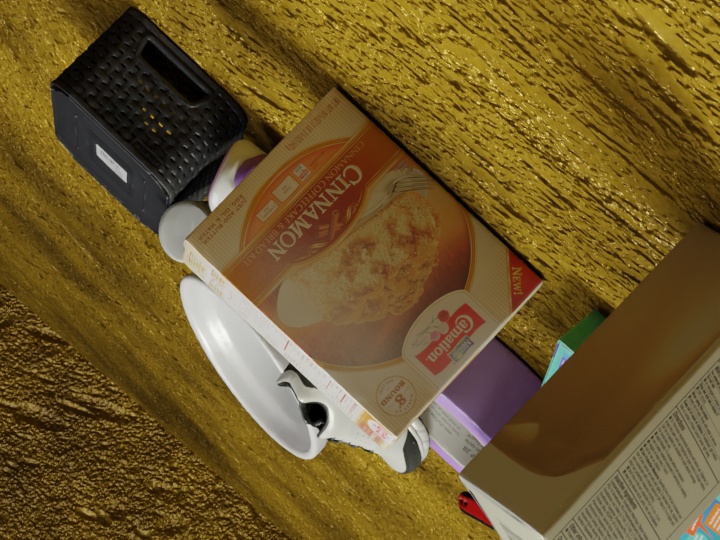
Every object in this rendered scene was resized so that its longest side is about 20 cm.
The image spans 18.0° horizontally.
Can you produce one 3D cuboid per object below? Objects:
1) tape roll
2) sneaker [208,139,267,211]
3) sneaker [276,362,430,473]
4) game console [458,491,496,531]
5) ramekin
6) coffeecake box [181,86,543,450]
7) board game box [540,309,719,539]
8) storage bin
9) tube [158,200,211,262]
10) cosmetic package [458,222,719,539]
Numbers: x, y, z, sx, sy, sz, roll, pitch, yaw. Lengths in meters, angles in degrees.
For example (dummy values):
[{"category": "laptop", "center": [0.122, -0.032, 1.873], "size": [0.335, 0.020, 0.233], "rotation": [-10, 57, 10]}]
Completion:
[{"category": "tape roll", "center": [0.095, 0.113, 1.859], "size": [0.200, 0.066, 0.200], "rotation": [42, 168, 11]}, {"category": "sneaker", "center": [-0.051, -0.028, 1.851], "size": [0.088, 0.081, 0.200], "rotation": [16, 160, 24]}, {"category": "sneaker", "center": [-0.009, 0.113, 1.861], "size": [0.074, 0.080, 0.200], "rotation": [31, 163, 42]}, {"category": "game console", "center": [0.196, 0.214, 1.736], "size": [0.200, 0.031, 0.177], "rotation": [17, -175, -40]}, {"category": "ramekin", "center": [-0.066, 0.063, 2.057], "size": [0.200, 0.098, 0.201], "rotation": [48, 161, 22]}, {"category": "coffeecake box", "center": [0.000, 0.000, 1.582], "size": [0.200, 0.154, 0.073], "rotation": [43, 168, 3]}, {"category": "board game box", "center": [0.204, 0.141, 1.536], "size": [0.200, 0.045, 0.152], "rotation": [40, 144, 19]}, {"category": "storage bin", "center": [-0.179, -0.119, 1.902], "size": [0.135, 0.094, 0.200], "rotation": [43, 168, 3]}, {"category": "tube", "center": [-0.101, -0.032, 1.918], "size": [0.200, 0.052, 0.058], "rotation": [-6, -95, -66]}, {"category": "cosmetic package", "center": [0.159, 0.083, 1.247], "size": [0.071, 0.200, 0.105], "rotation": [33, 163, 43]}]
